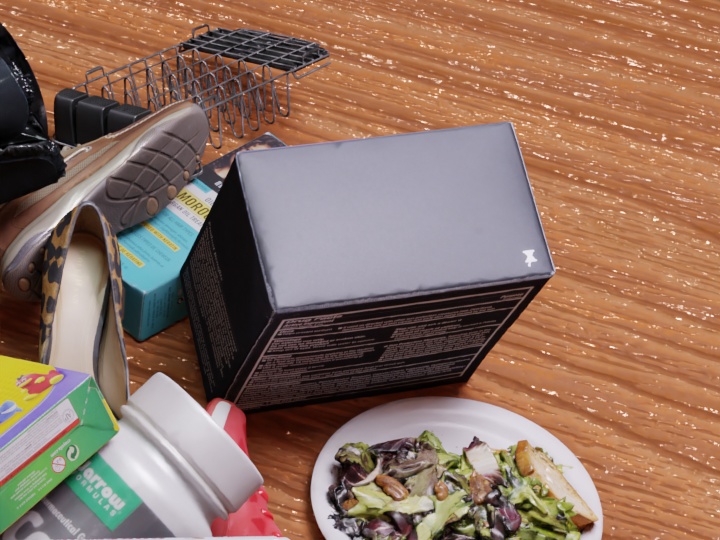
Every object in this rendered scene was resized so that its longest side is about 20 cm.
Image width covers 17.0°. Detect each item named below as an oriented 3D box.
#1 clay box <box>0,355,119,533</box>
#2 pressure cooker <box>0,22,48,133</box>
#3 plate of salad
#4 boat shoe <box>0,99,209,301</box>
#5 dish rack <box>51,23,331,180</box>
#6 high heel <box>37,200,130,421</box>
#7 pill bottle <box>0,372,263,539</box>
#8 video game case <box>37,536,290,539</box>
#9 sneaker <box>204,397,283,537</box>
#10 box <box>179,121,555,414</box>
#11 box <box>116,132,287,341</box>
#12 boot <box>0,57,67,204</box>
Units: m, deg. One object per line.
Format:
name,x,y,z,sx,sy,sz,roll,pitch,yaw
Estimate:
clay box,-0.249,0.100,1.447,0.200,0.048,0.115,8,40,47
pressure cooker,-0.325,-0.110,1.737,0.178,0.176,0.200,31,44,27
plate of salad,0.067,0.149,1.619,0.199,0.048,0.201,6,42,-5
boat shoe,-0.192,-0.063,1.708,0.072,0.076,0.200,34,58,30
dish rack,-0.126,-0.136,1.863,0.153,0.055,0.200,18,35,41
high heel,-0.183,0.057,1.600,0.071,0.143,0.200,-1,42,-13
pill bottle,-0.161,0.163,1.449,0.200,0.113,0.113,-44,60,-10
video game case,-0.129,0.254,1.380,0.181,0.023,0.201,0,86,-11
sneaker,-0.067,0.179,1.553,0.115,0.078,0.201,15,53,-7
box,0.000,0.000,1.637,0.199,0.198,0.124,-7,70,-19
box,-0.114,-0.027,1.781,0.082,0.049,0.200,37,48,27
boot,-0.273,-0.033,1.617,0.168,0.201,0.076,-24,41,-15
